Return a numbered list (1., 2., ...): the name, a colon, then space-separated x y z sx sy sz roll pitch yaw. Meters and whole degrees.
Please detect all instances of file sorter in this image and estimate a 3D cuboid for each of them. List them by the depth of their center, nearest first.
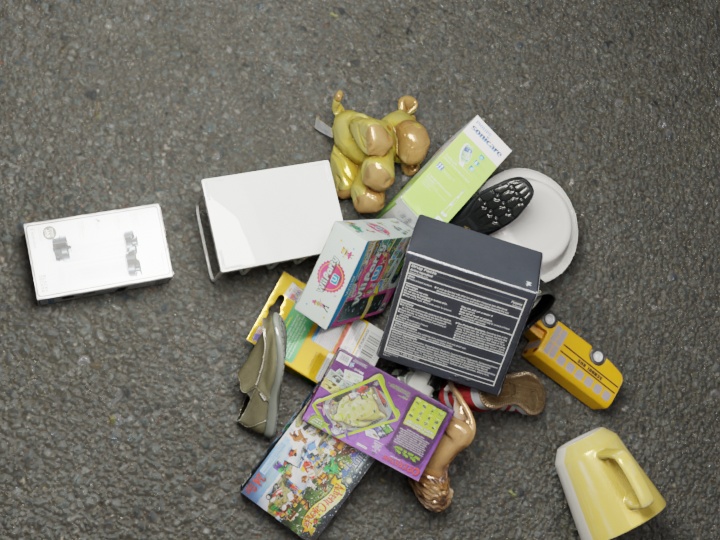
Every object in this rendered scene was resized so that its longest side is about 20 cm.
1. file sorter: -0.141 -0.071 1.475 0.198 0.124 0.140 -11 82 -19

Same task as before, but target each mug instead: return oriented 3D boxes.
1. mug: 0.402 0.333 1.548 0.149 0.186 0.154 -15 74 -46

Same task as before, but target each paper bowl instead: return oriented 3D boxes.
1. paper bowl: 0.274 -0.072 1.617 0.198 0.104 0.203 3 78 -15

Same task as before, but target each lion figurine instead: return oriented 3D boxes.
1. lion figurine: 0.126 0.272 1.483 0.072 0.201 0.123 -11 49 -49

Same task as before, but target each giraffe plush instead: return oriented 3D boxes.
1. giraffe plush: 0.040 -0.202 1.560 0.161 0.174 0.201 -10 48 -29

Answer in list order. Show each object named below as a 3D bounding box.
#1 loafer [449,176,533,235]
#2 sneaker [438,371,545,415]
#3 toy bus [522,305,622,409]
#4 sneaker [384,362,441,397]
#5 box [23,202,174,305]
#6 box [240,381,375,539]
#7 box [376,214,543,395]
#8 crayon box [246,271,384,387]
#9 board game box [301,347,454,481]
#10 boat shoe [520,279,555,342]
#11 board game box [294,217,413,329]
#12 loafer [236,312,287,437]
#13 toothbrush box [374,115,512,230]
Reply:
1. loafer: 0.191 -0.087 1.531 0.068 0.200 0.070 50 28 -6
2. sneaker: 0.212 0.203 1.572 0.199 0.112 0.072 13 71 -46
3. toy bus: 0.344 0.145 1.618 0.199 0.065 0.079 37 73 -8
4. sneaker: 0.091 0.177 1.536 0.200 0.074 0.089 -41 115 -26
5. box: -0.386 -0.024 1.424 0.198 0.060 0.118 -12 83 -19
6. box: -0.068 0.289 1.449 0.136 0.038 0.201 37 86 -7
7. box: 0.149 0.050 1.441 0.198 0.200 0.124 18 35 4
8. crayon box: -0.069 0.108 1.502 0.199 0.052 0.126 32 73 -10
9. board game box: 0.026 0.213 1.426 0.199 0.032 0.121 29 85 -7
10. boat shoe: 0.230 0.093 1.556 0.201 0.063 0.074 -46 136 3
11. board game box: 0.000 0.000 1.442 0.064 0.200 0.149 32 108 21
12. loafer: -0.149 0.156 1.423 0.069 0.075 0.202 7 110 -4
13. toothbrush box: 0.132 -0.137 1.562 0.086 0.146 0.200 45 71 -4
